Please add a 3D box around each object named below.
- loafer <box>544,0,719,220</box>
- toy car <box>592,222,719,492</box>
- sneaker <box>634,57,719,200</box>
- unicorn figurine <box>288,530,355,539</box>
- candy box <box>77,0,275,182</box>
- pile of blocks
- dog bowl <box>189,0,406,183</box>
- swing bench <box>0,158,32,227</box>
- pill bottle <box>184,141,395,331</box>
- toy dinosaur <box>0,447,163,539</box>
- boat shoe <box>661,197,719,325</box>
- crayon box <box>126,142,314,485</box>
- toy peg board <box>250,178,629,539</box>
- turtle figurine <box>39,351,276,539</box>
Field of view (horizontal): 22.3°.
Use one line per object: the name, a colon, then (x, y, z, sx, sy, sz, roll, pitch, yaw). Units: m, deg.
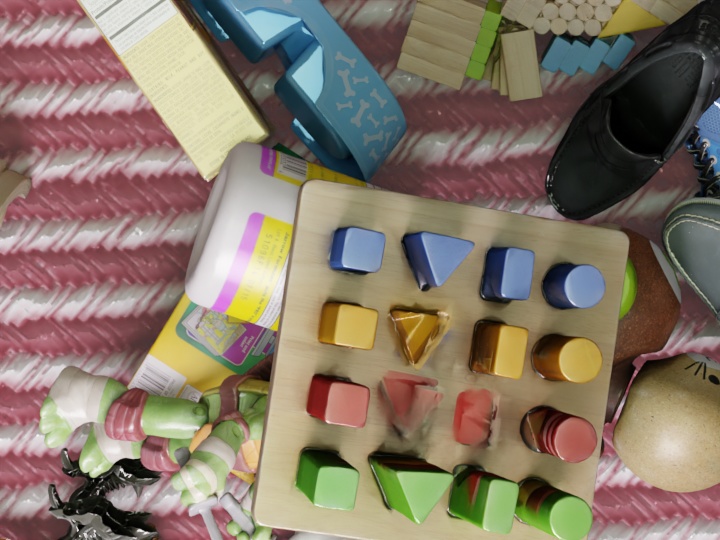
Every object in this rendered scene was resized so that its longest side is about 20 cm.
loafer: (0.174, -0.096, 1.172, 0.068, 0.070, 0.201, 46, 136, 5)
toy car: (0.203, 0.075, 1.167, 0.199, 0.164, 0.159, 25, 96, 11)
sneaker: (0.251, -0.068, 1.217, 0.200, 0.079, 0.089, 43, 92, -4)
unicorn figurine: (-0.025, 0.200, 1.232, 0.137, 0.074, 0.201, -25, 69, -7)
candy box: (-0.134, -0.156, 1.187, 0.055, 0.115, 0.200, -36, 95, 2)
pile of blocks: (0.124, -0.162, 1.219, 0.198, 0.062, 0.083, -4, 108, 8)
dog bowl: (-0.044, -0.145, 1.196, 0.050, 0.111, 0.200, -41, 95, -9)
swing bench: (-0.349, -0.009, 1.195, 0.198, 0.130, 0.201, 22, 95, -2)
pill bottle: (0.000, 0.000, 1.121, 0.199, 0.104, 0.105, 19, 95, -10)
toy dinosaur: (-0.186, 0.201, 1.236, 0.199, 0.102, 0.136, 8, 119, -28)
boat shoe: (0.266, 0.026, 1.163, 0.200, 0.062, 0.073, 43, 125, 19)
crayon box: (-0.060, 0.032, 1.222, 0.118, 0.058, 0.201, 32, 103, -3)
toy peg board: (0.055, 0.061, 1.027, 0.199, 0.098, 0.201, 9, 89, -10)
turtle figurine: (-0.101, 0.138, 1.130, 0.193, 0.144, 0.202, 10, 101, 23)
